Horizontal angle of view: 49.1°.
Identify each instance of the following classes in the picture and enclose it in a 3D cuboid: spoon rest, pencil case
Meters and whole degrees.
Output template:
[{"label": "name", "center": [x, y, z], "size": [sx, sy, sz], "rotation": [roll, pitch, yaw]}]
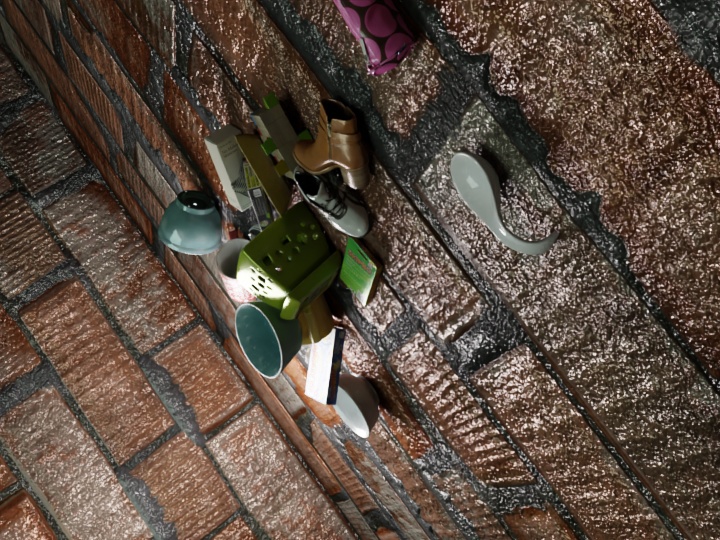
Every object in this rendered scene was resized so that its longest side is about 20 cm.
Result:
[{"label": "spoon rest", "center": [0.201, -0.097, 1.169], "size": [0.200, 0.060, 0.100], "rotation": [46, 156, 20]}, {"label": "pencil case", "center": [-0.003, -0.385, 1.141], "size": [0.202, 0.093, 0.091], "rotation": [57, 158, -1]}]

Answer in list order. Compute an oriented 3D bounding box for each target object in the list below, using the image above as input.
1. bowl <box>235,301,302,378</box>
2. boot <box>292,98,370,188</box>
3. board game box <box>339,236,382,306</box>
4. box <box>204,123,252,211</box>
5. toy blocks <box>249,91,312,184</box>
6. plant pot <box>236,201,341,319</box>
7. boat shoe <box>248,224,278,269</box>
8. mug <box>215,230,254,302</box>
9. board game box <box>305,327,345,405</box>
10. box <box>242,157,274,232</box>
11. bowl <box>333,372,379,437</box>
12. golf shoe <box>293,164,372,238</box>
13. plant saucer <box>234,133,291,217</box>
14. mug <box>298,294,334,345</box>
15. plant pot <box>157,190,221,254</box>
[{"label": "bowl", "center": [-0.220, 0.158, 1.998], "size": [0.199, 0.104, 0.204], "rotation": [29, 131, 39]}, {"label": "boot", "center": [-0.066, -0.250, 1.480], "size": [0.199, 0.076, 0.157], "rotation": [35, 152, 37]}, {"label": "board game box", "center": [0.000, 0.000, 1.766], "size": [0.096, 0.030, 0.201], "rotation": [49, 160, 15]}, {"label": "box", "center": [-0.315, -0.258, 1.985], "size": [0.068, 0.082, 0.202], "rotation": [32, 150, 44]}, {"label": "toy blocks", "center": [-0.170, -0.275, 1.665], "size": [0.202, 0.099, 0.137], "rotation": [60, 170, -21]}, {"label": "plant pot", "center": [-0.165, -0.008, 1.881], "size": [0.182, 0.199, 0.200], "rotation": [46, 157, 6]}, {"label": "boat shoe", "center": [-0.261, -0.066, 2.152], "size": [0.199, 0.070, 0.073], "rotation": [32, 149, 46]}, {"label": "mug", "center": [-0.360, -0.010, 2.416], "size": [0.131, 0.180, 0.201], "rotation": [13, 154, 4]}, {"label": "board game box", "center": [-0.097, 0.254, 2.157], "size": [0.135, 0.034, 0.205], "rotation": [7, 90, 61]}, {"label": "box", "center": [-0.247, -0.172, 1.947], "size": [0.202, 0.034, 0.111], "rotation": [79, 177, -51]}, {"label": "bowl", "center": [-0.009, 0.360, 2.207], "size": [0.201, 0.090, 0.203], "rotation": [44, 155, 27]}, {"label": "golf shoe", "center": [-0.062, -0.134, 1.575], "size": [0.199, 0.078, 0.094], "rotation": [42, -162, 2]}, {"label": "plant saucer", "center": [-0.210, -0.229, 1.784], "size": [0.202, 0.048, 0.200], "rotation": [60, 180, -12]}, {"label": "mug", "center": [-0.141, 0.095, 2.065], "size": [0.184, 0.149, 0.156], "rotation": [13, 127, 40]}, {"label": "plant pot", "center": [-0.515, -0.161, 2.424], "size": [0.200, 0.198, 0.136], "rotation": [40, 127, 32]}]
